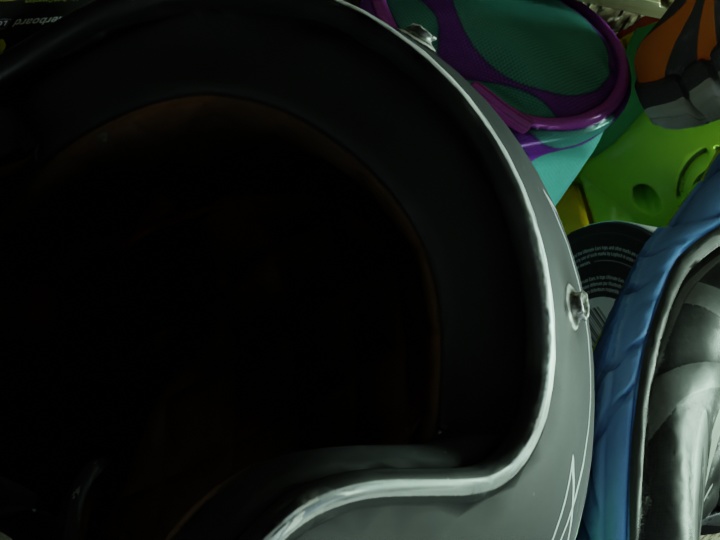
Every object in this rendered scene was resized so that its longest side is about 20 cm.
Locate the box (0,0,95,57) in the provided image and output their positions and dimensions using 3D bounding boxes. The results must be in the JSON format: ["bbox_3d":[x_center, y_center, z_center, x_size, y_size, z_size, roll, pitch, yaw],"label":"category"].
[{"bbox_3d":[-0.067,-0.102,0.644,0.200,0.049,0.160,-11,145,-48],"label":"box"}]

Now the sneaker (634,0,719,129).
[{"bbox_3d":[0.121,-0.115,0.755,0.077,0.112,0.200,-25,175,-35],"label":"sneaker"}]

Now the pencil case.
[{"bbox_3d":[0.000,0.000,0.862,0.200,0.085,0.093,-59,-175,33],"label":"pencil case"}]

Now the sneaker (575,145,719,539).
[{"bbox_3d":[0.103,0.027,0.726,0.200,0.082,0.071,-51,162,-48],"label":"sneaker"}]

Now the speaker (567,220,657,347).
[{"bbox_3d":[0.139,0.036,0.884,0.199,0.081,0.081,8,128,-42],"label":"speaker"}]

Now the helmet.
[{"bbox_3d":[-0.041,0.040,0.649,0.191,0.200,0.200,-36,159,-44],"label":"helmet"}]

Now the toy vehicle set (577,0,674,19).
[{"bbox_3d":[0.135,-0.122,0.825,0.199,0.027,0.124,9,129,-29],"label":"toy vehicle set"}]

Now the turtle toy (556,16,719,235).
[{"bbox_3d":[0.114,-0.027,0.960,0.145,0.102,0.200,-16,157,3],"label":"turtle toy"}]
